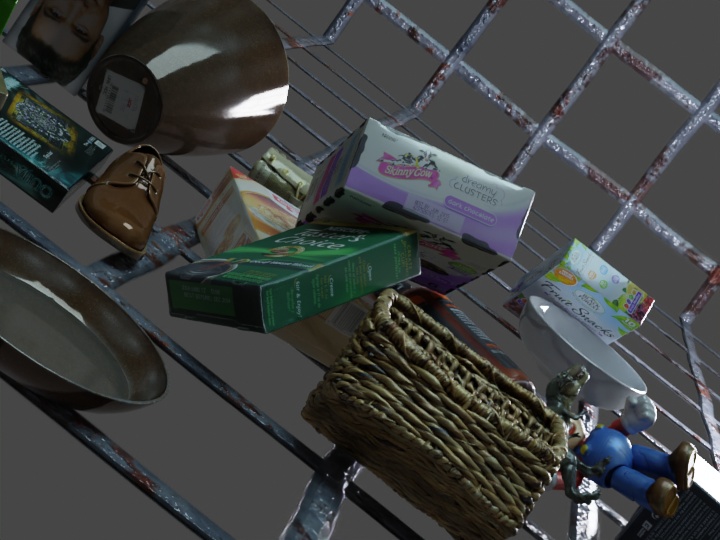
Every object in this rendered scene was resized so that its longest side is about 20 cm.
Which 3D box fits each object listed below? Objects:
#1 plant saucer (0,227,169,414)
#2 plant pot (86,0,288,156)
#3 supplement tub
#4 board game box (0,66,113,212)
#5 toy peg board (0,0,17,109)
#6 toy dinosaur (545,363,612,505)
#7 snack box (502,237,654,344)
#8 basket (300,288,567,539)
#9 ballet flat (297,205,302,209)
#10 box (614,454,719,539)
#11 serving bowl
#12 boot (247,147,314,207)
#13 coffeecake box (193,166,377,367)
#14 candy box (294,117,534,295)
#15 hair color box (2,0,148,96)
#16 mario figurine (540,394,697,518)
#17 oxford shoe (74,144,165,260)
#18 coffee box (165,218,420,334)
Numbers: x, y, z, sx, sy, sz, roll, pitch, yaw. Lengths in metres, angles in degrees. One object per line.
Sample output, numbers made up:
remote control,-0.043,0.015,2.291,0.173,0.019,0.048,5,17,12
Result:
plant saucer,-0.221,0.036,1.143,0.199,0.032,0.200,37,11,-9
plant pot,-0.203,-0.199,1.776,0.186,0.188,0.200,40,27,10
supplement tub,0.074,0.088,1.619,0.107,0.107,0.200,22,20,-52
board game box,-0.302,-0.122,1.493,0.135,0.028,0.200,37,13,-6
toy peg board,-0.396,-0.251,1.455,0.198,0.098,0.200,23,15,-26
toy dinosaur,0.192,0.182,1.584,0.088,0.048,0.201,31,50,0
snack box,0.300,0.045,2.312,0.142,0.053,0.200,36,-26,-6
basket,0.075,0.106,1.350,0.199,0.149,0.143,38,-22,0
ballet flat,0.000,0.000,1.752,0.200,0.067,0.062,48,-19,4
box,0.382,0.298,1.738,0.200,0.107,0.148,40,12,12
serving bowl,0.283,0.121,2.201,0.199,0.066,0.200,36,11,-8
boot,-0.062,-0.068,1.881,0.155,0.073,0.200,37,10,-6
coffeecake box,-0.071,-0.002,1.612,0.153,0.073,0.200,31,13,-24
candy box,0.045,-0.054,1.525,0.166,0.072,0.200,24,-14,-10
hair color box,-0.284,-0.298,1.779,0.099,0.201,0.061,36,11,-5
mario figurine,0.231,0.175,1.669,0.198,0.107,0.123,16,12,29
oxford shoe,-0.207,-0.069,1.479,0.071,0.071,0.200,35,14,-18
coffee box,-0.055,0.001,1.412,0.122,0.045,0.199,8,19,42
